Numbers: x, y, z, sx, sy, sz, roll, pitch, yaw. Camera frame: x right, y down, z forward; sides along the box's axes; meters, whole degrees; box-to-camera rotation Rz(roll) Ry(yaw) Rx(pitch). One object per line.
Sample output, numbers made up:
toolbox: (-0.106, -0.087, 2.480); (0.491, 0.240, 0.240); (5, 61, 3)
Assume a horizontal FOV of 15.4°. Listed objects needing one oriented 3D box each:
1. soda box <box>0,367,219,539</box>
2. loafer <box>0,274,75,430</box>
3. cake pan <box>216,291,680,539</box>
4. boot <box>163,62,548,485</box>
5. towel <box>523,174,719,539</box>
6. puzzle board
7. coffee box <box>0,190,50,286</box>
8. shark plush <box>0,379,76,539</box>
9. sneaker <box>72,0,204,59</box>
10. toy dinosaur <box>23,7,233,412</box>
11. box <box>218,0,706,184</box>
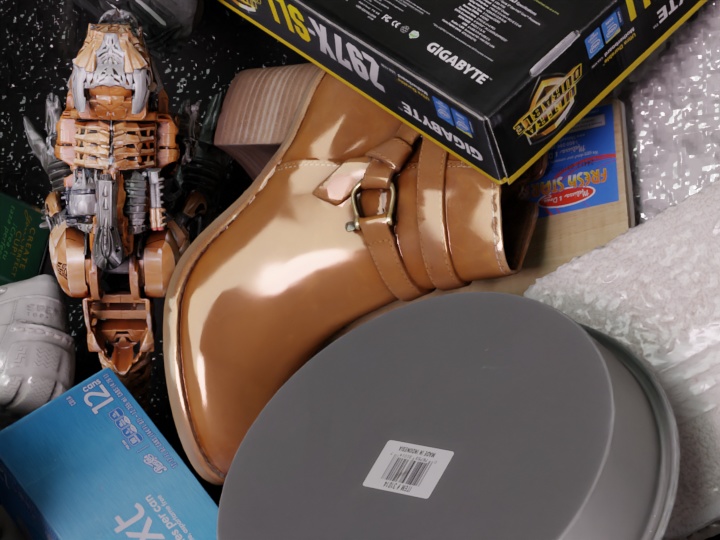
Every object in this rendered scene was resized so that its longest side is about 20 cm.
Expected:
soda box: (-0.083, 0.143, 1.170); (0.068, 0.064, 0.200); (-31, 62, -19)
loafer: (-0.206, 0.045, 1.292); (0.200, 0.070, 0.070); (-11, 66, 43)
cake pan: (0.027, 0.086, 1.048); (0.200, 0.037, 0.201); (-19, 42, 18)
boot: (0.000, 0.000, 1.161); (0.154, 0.074, 0.201); (4, 81, 29)
towel: (0.168, 0.020, 1.077); (0.200, 0.034, 0.133); (-31, 64, 16)
puzzle board: (0.035, 0.016, 1.186); (0.200, 0.017, 0.151); (-13, 69, 29)
coffee box: (-0.255, -0.042, 1.277); (0.123, 0.200, 0.044); (8, 79, 35)
shark plush: (-0.129, 0.139, 1.252); (0.083, 0.091, 0.200); (-15, 47, 8)
sneaker: (-0.114, -0.159, 1.260); (0.079, 0.074, 0.200); (-49, 28, 1)
toy dinosaur: (-0.113, -0.024, 1.203); (0.136, 0.102, 0.200); (-89, 20, -63)
box: (0.045, -0.144, 1.163); (0.160, 0.049, 0.200); (-42, 54, -18)
